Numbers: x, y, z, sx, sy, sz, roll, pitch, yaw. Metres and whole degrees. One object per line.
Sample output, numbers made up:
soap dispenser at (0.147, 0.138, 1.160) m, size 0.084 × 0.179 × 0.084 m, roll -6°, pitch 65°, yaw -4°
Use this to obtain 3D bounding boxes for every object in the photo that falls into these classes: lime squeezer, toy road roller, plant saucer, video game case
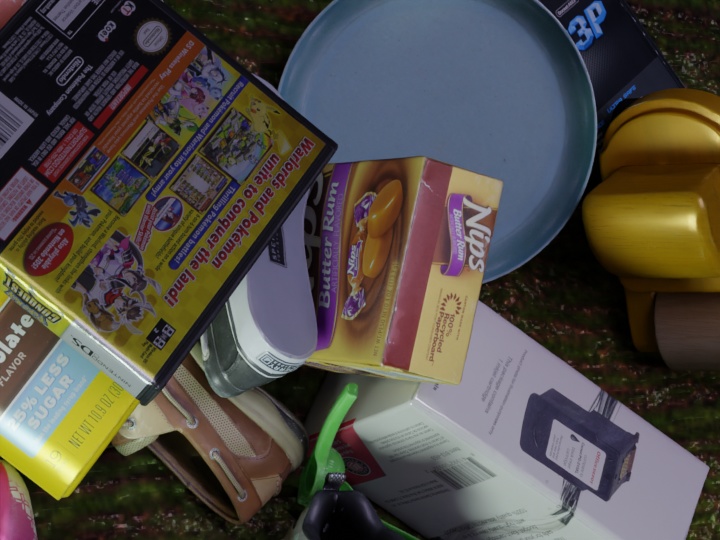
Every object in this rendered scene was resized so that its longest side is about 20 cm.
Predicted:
lime squeezer at (-0.006, 0.129, 1.391) m, size 0.038 × 0.070 × 0.200 m, roll -64°, pitch 148°, yaw -28°
toy road roller at (0.208, -0.016, 1.491) m, size 0.146 × 0.122 × 0.201 m, roll -37°, pitch 121°, yaw -53°
plant saucer at (0.046, -0.089, 1.466) m, size 0.199 × 0.027 × 0.201 m, roll 0°, pitch 100°, yaw 0°
video game case at (-0.130, -0.056, 1.249) m, size 0.180 × 0.026 × 0.200 m, roll 39°, pitch 52°, yaw -5°

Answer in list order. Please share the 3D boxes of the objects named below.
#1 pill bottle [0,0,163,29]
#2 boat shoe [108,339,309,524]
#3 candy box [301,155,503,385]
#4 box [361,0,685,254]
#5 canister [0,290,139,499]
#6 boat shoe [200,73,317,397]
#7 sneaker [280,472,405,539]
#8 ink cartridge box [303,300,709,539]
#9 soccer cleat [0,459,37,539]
pill bottle at (-0.181, -0.132, 1.349) m, size 0.199 × 0.112 × 0.113 m, roll 28°, pitch 64°, yaw -21°
boat shoe at (-0.119, 0.070, 1.354) m, size 0.200 × 0.076 × 0.074 m, roll 39°, pitch 65°, yaw -15°
candy box at (0.000, 0.000, 1.355) m, size 0.056 × 0.200 × 0.117 m, roll 15°, pitch 83°, yaw -24°
box at (0.105, -0.119, 1.552) m, size 0.200 × 0.046 × 0.159 m, roll -41°, pitch 98°, yaw -31°
canister at (-0.196, 0.009, 1.274) m, size 0.200 × 0.087 × 0.149 m, roll 37°, pitch 87°, yaw -3°
boat shoe at (-0.069, -0.020, 1.357) m, size 0.073 × 0.068 × 0.200 m, roll 20°, pitch 50°, yaw -42°
sneaker at (-0.003, 0.203, 1.306) m, size 0.077 × 0.140 × 0.201 m, roll -3°, pitch 49°, yaw -25°
ink cartridge box at (0.085, 0.113, 1.419) m, size 0.200 × 0.145 × 0.085 m, roll 36°, pitch 61°, yaw -18°
soccer cleat at (-0.191, 0.205, 1.285) m, size 0.086 × 0.070 × 0.201 m, roll 14°, pitch 74°, yaw -38°
